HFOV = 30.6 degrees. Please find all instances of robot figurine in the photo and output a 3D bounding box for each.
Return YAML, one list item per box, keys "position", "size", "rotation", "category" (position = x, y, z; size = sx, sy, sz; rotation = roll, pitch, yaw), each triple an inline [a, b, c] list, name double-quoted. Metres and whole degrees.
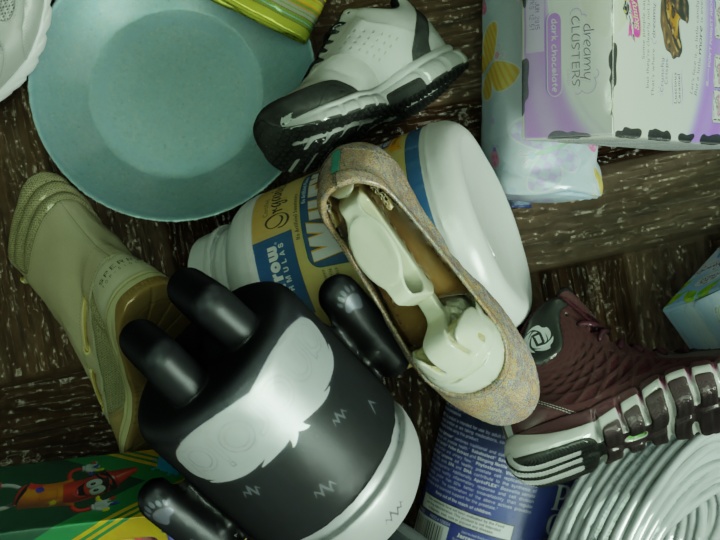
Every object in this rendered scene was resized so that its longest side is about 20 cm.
- position: [-0.052, 0.088, 0.781]
  size: [0.150, 0.125, 0.200]
  rotation: [-31, 118, 26]
  category: "robot figurine"

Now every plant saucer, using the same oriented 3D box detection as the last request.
- position: [-0.130, -0.129, 0.922]
  size: [0.198, 0.039, 0.203]
  rotation: [1, 79, -3]
  category: "plant saucer"

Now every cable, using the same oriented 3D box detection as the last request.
- position: [0.201, 0.186, 0.903]
  size: [0.069, 0.199, 0.202]
  rotation: [26, 103, 40]
  category: "cable"

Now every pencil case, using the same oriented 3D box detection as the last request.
- position: [0.132, -0.145, 0.931]
  size: [0.090, 0.083, 0.203]
  rotation: [-3, 93, -19]
  category: "pencil case"

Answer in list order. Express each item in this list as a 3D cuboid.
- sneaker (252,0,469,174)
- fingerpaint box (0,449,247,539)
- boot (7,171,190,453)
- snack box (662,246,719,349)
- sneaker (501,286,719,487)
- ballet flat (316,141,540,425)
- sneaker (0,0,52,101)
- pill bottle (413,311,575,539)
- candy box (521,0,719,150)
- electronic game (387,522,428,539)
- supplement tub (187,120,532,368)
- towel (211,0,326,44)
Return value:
- position: [-0.011, -0.130, 0.894]
  size: [0.080, 0.074, 0.199]
  rotation: [53, 43, 4]
  category: "sneaker"
- position: [-0.154, 0.224, 0.891]
  size: [0.165, 0.074, 0.202]
  rotation: [-5, 121, -4]
  category: "fingerpaint box"
- position: [-0.178, 0.042, 0.916]
  size: [0.072, 0.201, 0.155]
  rotation: [-32, 54, -26]
  category: "boot"
- position: [0.326, 0.032, 0.915]
  size: [0.200, 0.068, 0.169]
  rotation: [-41, 96, -33]
  category: "snack box"
- position: [0.172, 0.051, 0.830]
  size: [0.198, 0.076, 0.116]
  rotation: [-17, 58, -1]
  category: "sneaker"
- position: [0.036, 0.019, 0.762]
  size: [0.068, 0.067, 0.201]
  rotation: [-35, 99, 16]
  category: "ballet flat"
- position: [-0.278, -0.139, 0.877]
  size: [0.075, 0.082, 0.201]
  rotation: [39, 102, 23]
  category: "sneaker"
- position: [0.107, 0.131, 0.926]
  size: [0.111, 0.112, 0.202]
  rotation: [14, 92, -4]
  category: "pill bottle"
- position: [0.189, -0.168, 0.880]
  size: [0.071, 0.199, 0.170]
  rotation: [2, 93, 40]
  category: "candy box"
- position: [0.032, 0.234, 0.889]
  size: [0.042, 0.200, 0.201]
  rotation: [-41, 95, -27]
  category: "electronic game"
- position: [0.000, 0.000, 0.877]
  size: [0.198, 0.145, 0.146]
  rotation: [-21, 94, 17]
  category: "supplement tub"
- position: [-0.037, -0.263, 0.926]
  size: [0.085, 0.018, 0.202]
  rotation: [26, 76, -10]
  category: "towel"
